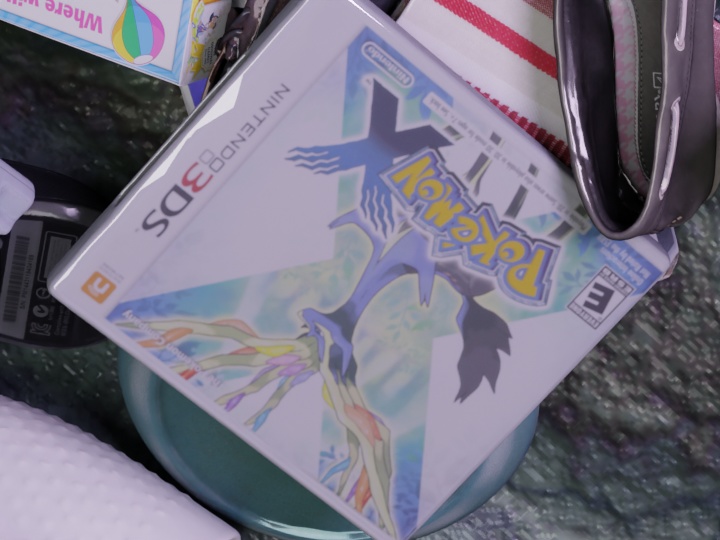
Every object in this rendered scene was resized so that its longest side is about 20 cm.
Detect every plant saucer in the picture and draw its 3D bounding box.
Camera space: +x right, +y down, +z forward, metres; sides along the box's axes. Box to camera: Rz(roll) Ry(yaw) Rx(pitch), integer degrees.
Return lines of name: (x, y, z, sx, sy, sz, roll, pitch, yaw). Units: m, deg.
plant saucer: (-0.018, 0.060, 1.228, 0.200, 0.027, 0.200, 5, 128, 7)

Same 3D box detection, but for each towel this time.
towel: (0.058, -0.051, 1.144, 0.144, 0.023, 0.200, 32, 104, -13)

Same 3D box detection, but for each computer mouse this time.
computer mouse: (-0.192, -0.023, 1.239, 0.200, 0.053, 0.139, 14, 125, -9)

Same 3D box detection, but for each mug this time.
mug: (-0.172, 0.135, 1.239, 0.175, 0.200, 0.148, 33, 88, 9)

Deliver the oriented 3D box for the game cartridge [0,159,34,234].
game cartridge: (-0.259, -0.014, 1.193, 0.133, 0.041, 0.200, 36, 120, -27)

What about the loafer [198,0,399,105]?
loafer: (-0.025, -0.111, 1.143, 0.063, 0.072, 0.200, 40, 110, 20)

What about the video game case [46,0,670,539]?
video game case: (0.000, 0.000, 1.131, 0.200, 0.022, 0.182, 38, 104, -18)

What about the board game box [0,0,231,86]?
board game box: (-0.143, -0.177, 1.177, 0.200, 0.034, 0.135, 22, 114, 24)

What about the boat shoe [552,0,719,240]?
boat shoe: (0.109, -0.107, 1.076, 0.067, 0.057, 0.200, 6, 116, 36)

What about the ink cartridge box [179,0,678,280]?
ink cartridge box: (0.023, -0.073, 1.195, 0.198, 0.043, 0.200, -11, 108, 19)
